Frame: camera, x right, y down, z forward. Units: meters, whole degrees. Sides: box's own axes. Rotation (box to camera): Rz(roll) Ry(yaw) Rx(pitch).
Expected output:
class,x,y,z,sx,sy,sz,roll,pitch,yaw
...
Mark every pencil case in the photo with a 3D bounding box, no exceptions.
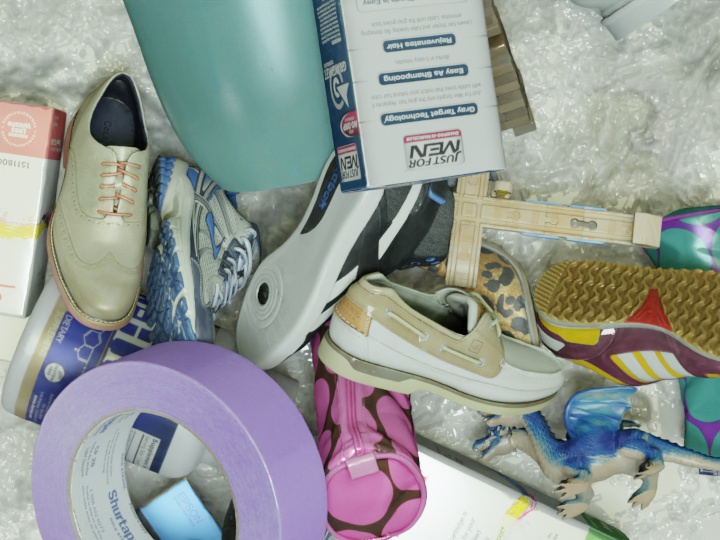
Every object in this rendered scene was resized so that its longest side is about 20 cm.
class,x,y,z,sx,sy,sz,roll,pitch,yaw
pencil case,0.000,0.097,1.158,0.091,0.200,0.094,-3,130,-5
pencil case,0.272,0.050,1.223,0.092,0.085,0.200,-10,93,34

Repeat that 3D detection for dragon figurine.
class,x,y,z,sx,sy,sz,roll,pitch,yaw
dragon figurine,0.183,0.124,1.185,0.200,0.059,0.100,-12,51,4

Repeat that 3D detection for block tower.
class,x,y,z,sx,sy,sz,roll,pitch,yaw
block tower,0.076,-0.174,1.157,0.058,0.200,0.054,-17,51,11

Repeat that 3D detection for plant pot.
class,x,y,z,sx,sy,sz,roll,pitch,yaw
plant pot,-0.058,-0.149,1.151,0.200,0.201,0.161,-13,104,-1

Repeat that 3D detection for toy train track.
class,x,y,z,sx,sy,sz,roll,pitch,yaw
toy train track,0.123,-0.041,1.178,0.199,0.033,0.115,7,82,1

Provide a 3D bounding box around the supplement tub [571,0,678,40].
class,x,y,z,sx,sy,sz,roll,pitch,yaw
supplement tub,0.180,-0.285,1.170,0.145,0.145,0.200,-36,94,0

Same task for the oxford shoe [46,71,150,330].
class,x,y,z,sx,sy,sz,roll,pitch,yaw
oxford shoe,-0.187,-0.054,1.159,0.071,0.074,0.200,5,59,-22

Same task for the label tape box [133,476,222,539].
class,x,y,z,sx,sy,sz,roll,pitch,yaw
label tape box,-0.178,0.270,1.228,0.200,0.063,0.144,-34,94,-7

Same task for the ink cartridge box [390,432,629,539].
class,x,y,z,sx,sy,sz,roll,pitch,yaw
ink cartridge box,0.089,0.229,1.227,0.200,0.084,0.145,26,93,-4

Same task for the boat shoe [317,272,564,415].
class,x,y,z,sx,sy,sz,roll,pitch,yaw
boat shoe,0.070,0.051,1.125,0.200,0.075,0.069,10,111,-34

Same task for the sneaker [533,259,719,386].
class,x,y,z,sx,sy,sz,roll,pitch,yaw
sneaker,0.227,0.048,1.166,0.200,0.090,0.075,14,60,22

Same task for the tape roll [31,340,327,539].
class,x,y,z,sx,sy,sz,roll,pitch,yaw
tape roll,-0.124,0.151,1.076,0.200,0.066,0.201,7,104,27

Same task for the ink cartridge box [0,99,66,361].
class,x,y,z,sx,sy,sz,roll,pitch,yaw
ink cartridge box,-0.296,-0.031,1.206,0.116,0.067,0.201,7,93,-2

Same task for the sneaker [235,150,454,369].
class,x,y,z,sx,sy,sz,roll,pitch,yaw
sneaker,0.000,0.000,1.137,0.112,0.073,0.200,9,127,-37

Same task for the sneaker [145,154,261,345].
class,x,y,z,sx,sy,sz,roll,pitch,yaw
sneaker,-0.110,-0.011,1.166,0.085,0.200,0.077,8,132,-18

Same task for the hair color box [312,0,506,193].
class,x,y,z,sx,sy,sz,roll,pitch,yaw
hair color box,0.026,-0.156,1.030,0.100,0.061,0.201,-9,92,-19

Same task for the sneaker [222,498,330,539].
class,x,y,z,sx,sy,sz,roll,pitch,yaw
sneaker,-0.069,0.243,1.165,0.085,0.077,0.200,14,108,-43

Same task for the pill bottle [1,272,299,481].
class,x,y,z,sx,sy,sz,roll,pitch,yaw
pill bottle,-0.154,0.086,1.192,0.200,0.120,0.120,22,92,-4

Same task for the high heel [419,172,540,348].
class,x,y,z,sx,sy,sz,roll,pitch,yaw
high heel,0.056,0.015,1.226,0.142,0.071,0.200,-16,91,5
